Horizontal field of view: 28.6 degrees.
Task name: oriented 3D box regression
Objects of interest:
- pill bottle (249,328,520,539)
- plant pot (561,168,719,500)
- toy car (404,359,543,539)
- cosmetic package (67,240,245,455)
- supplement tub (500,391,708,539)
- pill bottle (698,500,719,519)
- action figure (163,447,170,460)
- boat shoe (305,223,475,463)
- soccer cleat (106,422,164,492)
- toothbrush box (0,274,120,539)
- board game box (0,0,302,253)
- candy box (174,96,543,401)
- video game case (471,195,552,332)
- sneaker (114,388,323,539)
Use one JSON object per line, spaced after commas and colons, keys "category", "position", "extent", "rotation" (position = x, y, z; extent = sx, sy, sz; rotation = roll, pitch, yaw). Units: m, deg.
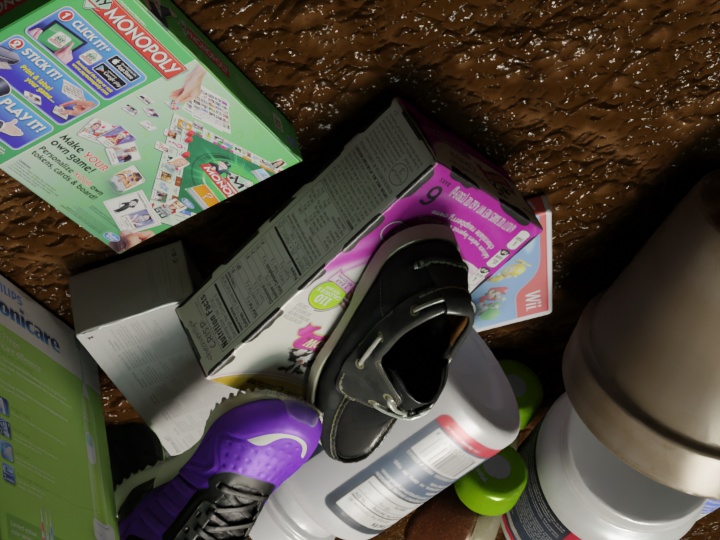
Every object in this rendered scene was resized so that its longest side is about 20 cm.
{"category": "pill bottle", "position": [0.005, 0.122, 1.016], "extent": [0.199, 0.121, 0.119], "rotation": [-37, 143, 20]}
{"category": "plant pot", "position": [0.263, 0.032, 0.995], "extent": [0.197, 0.201, 0.175], "rotation": [0, 131, -22]}
{"category": "toy car", "position": [0.026, 0.148, 1.149], "extent": [0.197, 0.159, 0.165], "rotation": [19, 137, -1]}
{"category": "cosmetic package", "position": [-0.129, 0.059, 0.982], "extent": [0.081, 0.051, 0.201], "rotation": [-19, 148, 1]}
{"category": "supplement tub", "position": [0.197, 0.168, 1.135], "extent": [0.138, 0.142, 0.200], "rotation": [-7, 158, -12]}
{"category": "pill bottle", "position": [0.281, 0.173, 1.275], "extent": [0.111, 0.113, 0.200], "rotation": [12, 140, -37]}
{"category": "action figure", "position": [-0.152, 0.167, 1.135], "extent": [0.198, 0.055, 0.118], "rotation": [14, 150, -25]}
{"category": "boat shoe", "position": [0.017, 0.063, 0.868], "extent": [0.071, 0.068, 0.201], "rotation": [-8, 142, -29]}
{"category": "soccer cleat", "position": [-0.211, 0.192, 0.988], "extent": [0.201, 0.067, 0.081], "rotation": [-51, 165, 4]}
{"category": "toothbrush box", "position": [-0.227, 0.119, 0.893], "extent": [0.085, 0.202, 0.146], "rotation": [-21, 149, 13]}
{"category": "board game box", "position": [-0.136, -0.087, 0.770], "extent": [0.133, 0.029, 0.200], "rotation": [-25, 147, 15]}
{"category": "candy box", "position": [0.000, 0.000, 0.887], "extent": [0.200, 0.061, 0.136], "rotation": [-42, 145, 18]}
{"category": "video game case", "position": [0.041, 0.015, 1.015], "extent": [0.197, 0.018, 0.144], "rotation": [-15, 148, -1]}
{"category": "sneaker", "position": [-0.091, 0.156, 0.899], "extent": [0.069, 0.101, 0.200], "rotation": [26, 133, -30]}
